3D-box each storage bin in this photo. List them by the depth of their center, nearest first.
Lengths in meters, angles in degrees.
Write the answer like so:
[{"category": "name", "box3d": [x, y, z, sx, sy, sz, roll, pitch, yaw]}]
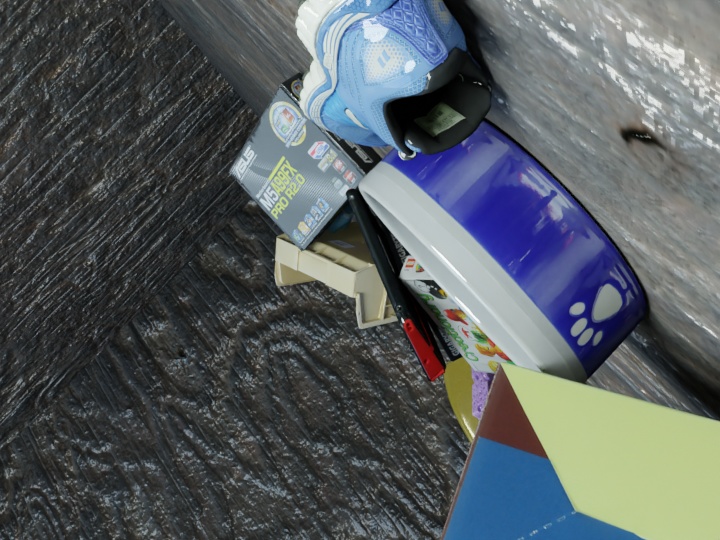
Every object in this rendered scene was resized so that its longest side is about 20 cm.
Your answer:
[{"category": "storage bin", "box3d": [0.000, 0.000, 1.192, 0.196, 0.096, 0.198, -9, -157, -41]}]

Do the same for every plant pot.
[{"category": "plant pot", "box3d": [0.258, 0.234, 1.493, 0.201, 0.194, 0.194, 53, -178, 13]}]

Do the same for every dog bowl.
[{"category": "dog bowl", "box3d": [0.092, -0.012, 0.530, 0.200, 0.079, 0.200, 46, -179, -1]}]

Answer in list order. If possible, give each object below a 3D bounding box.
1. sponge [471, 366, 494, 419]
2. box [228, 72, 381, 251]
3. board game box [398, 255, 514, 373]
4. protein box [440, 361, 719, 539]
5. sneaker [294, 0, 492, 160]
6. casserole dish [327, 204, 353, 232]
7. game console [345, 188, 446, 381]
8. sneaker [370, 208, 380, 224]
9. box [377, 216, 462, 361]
[{"category": "sponge", "box3d": [0.201, 0.144, 1.119, 0.111, 0.030, 0.202, 39, -144, -28]}, {"category": "box", "box3d": [-0.081, -0.140, 1.065, 0.160, 0.044, 0.200, 46, 138, 0]}, {"category": "board game box", "box3d": [0.143, 0.055, 0.881, 0.125, 0.035, 0.200, 2, 145, 42]}, {"category": "protein box", "box3d": [0.175, 0.173, 0.461, 0.196, 0.137, 0.200, 13, 161, 32]}, {"category": "sneaker", "box3d": [0.018, -0.092, 0.419, 0.089, 0.078, 0.200, 48, 180, 3]}, {"category": "casserole dish", "box3d": [-0.052, -0.153, 1.169, 0.202, 0.038, 0.122, 59, -142, -27]}, {"category": "game console", "box3d": [0.041, 0.021, 0.933, 0.177, 0.031, 0.202, 54, -168, -56]}, {"category": "sneaker", "box3d": [0.018, -0.112, 1.119, 0.200, 0.070, 0.099, 43, 175, -41]}, {"category": "box", "box3d": [0.083, -0.001, 1.014, 0.201, 0.045, 0.160, 57, -169, -45]}]
